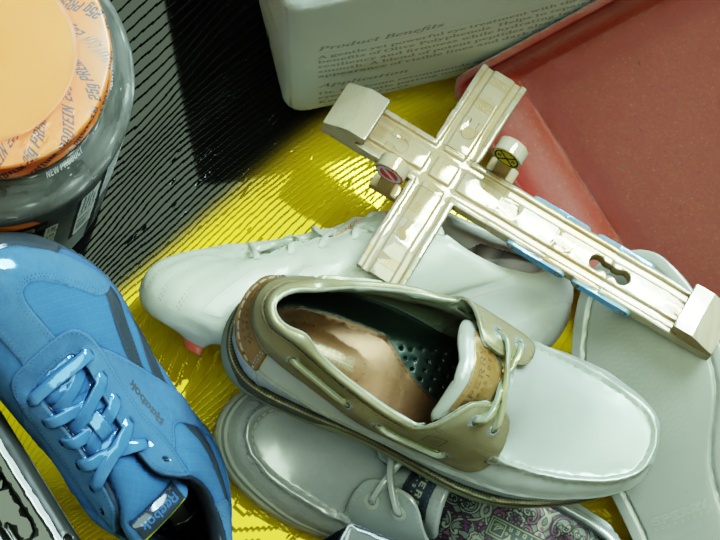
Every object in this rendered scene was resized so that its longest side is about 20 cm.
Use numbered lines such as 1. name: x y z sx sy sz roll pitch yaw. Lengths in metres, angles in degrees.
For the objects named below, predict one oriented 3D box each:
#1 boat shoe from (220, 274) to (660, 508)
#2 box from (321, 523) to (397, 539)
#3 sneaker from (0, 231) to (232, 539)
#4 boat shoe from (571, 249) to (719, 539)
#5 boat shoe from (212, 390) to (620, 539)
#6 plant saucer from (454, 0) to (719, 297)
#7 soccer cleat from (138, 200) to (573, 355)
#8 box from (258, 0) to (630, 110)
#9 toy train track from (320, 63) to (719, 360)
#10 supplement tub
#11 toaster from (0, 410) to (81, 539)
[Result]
1. boat shoe: 0.040 0.052 1.225 0.199 0.068 0.075 14 74 -10
2. box: 0.056 0.196 1.229 0.199 0.148 0.105 21 77 -4
3. sneaker: -0.107 0.062 1.206 0.066 0.200 0.079 -33 43 1
4. boat shoe: 0.150 0.087 1.297 0.073 0.060 0.201 -21 88 19
5. boat shoe: 0.029 0.104 1.282 0.199 0.069 0.072 30 76 -3
6. plant saucer: 0.170 -0.046 1.276 0.201 0.199 0.037 56 39 -9
7. soccer cleat: 0.000 0.000 1.288 0.198 0.069 0.078 4 120 -13
8. box: 0.039 -0.204 1.273 0.198 0.171 0.201 -13 79 -3
9. toy train track: 0.074 -0.025 1.252 0.199 0.033 0.115 31 69 4
10. supplement tub: -0.160 -0.068 1.215 0.122 0.200 0.123 2 79 -8
11. toaster: -0.242 0.095 1.213 0.180 0.119 0.201 -32 86 -14
